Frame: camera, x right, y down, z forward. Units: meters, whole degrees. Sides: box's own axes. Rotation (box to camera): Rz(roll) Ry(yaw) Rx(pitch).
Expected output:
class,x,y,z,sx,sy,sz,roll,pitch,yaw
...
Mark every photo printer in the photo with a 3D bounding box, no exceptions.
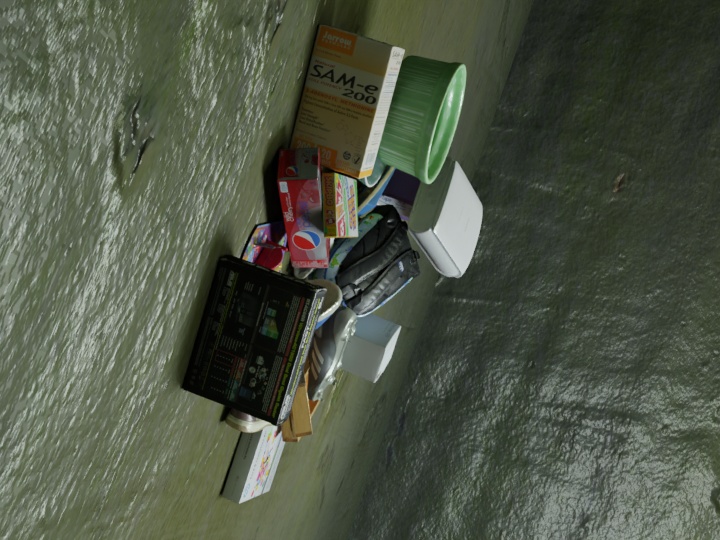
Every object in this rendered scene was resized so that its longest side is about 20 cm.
class,x,y,z,sx,sy,sz,roll,pitch,yaw
photo printer,0.169,-0.093,1.758,0.200,0.068,0.169,50,53,-51

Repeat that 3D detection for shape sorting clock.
class,x,y,z,sx,sy,sz,roll,pitch,yaw
shape sorting clock,0.002,-0.150,1.705,0.200,0.039,0.201,-47,-163,19

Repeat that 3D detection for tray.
class,x,y,z,sx,sy,sz,roll,pitch,yaw
tray,-0.115,0.186,1.591,0.201,0.036,0.100,-111,-166,-64
tray,-0.119,0.248,1.822,0.200,0.036,0.101,-55,143,-72

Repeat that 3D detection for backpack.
class,x,y,z,sx,sy,sz,roll,pitch,yaw
backpack,0.000,0.000,1.682,0.201,0.152,0.165,-55,130,-43

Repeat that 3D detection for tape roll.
class,x,y,z,sx,sy,sz,roll,pitch,yaw
tape roll,0.084,-0.156,1.863,0.200,0.197,0.067,48,63,-76

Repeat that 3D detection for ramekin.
class,x,y,z,sx,sy,sz,roll,pitch,yaw
ramekin,0.098,-0.254,1.526,0.200,0.096,0.204,19,90,-78

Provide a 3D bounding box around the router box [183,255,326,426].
class,x,y,z,sx,sy,sz,roll,pitch,yaw
router box,-0.148,0.097,1.302,0.062,0.147,0.204,-9,117,-77

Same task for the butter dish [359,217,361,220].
class,x,y,z,sx,sy,sz,roll,pitch,yaw
butter dish,0.001,-0.003,1.840,0.200,0.145,0.203,-52,157,-60

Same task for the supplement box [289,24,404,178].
class,x,y,z,sx,sy,sz,roll,pitch,yaw
supplement box,-0.022,-0.257,1.409,0.073,0.124,0.204,-29,136,-70

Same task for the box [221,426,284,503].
class,x,y,z,sx,sy,sz,roll,pitch,yaw
box,-0.191,0.346,1.745,0.200,0.040,0.159,35,73,-77

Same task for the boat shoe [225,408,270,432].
class,x,y,z,sx,sy,sz,roll,pitch,yaw
boat shoe,-0.168,0.228,1.601,0.066,0.071,0.200,-68,163,10

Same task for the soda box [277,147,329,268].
class,x,y,z,sx,sy,sz,roll,pitch,yaw
soda box,-0.086,-0.093,1.428,0.202,0.062,0.071,86,3,-49

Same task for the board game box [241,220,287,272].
class,x,y,z,sx,sy,sz,roll,pitch,yaw
board game box,-0.142,0.007,1.455,0.200,0.038,0.161,-25,132,-73

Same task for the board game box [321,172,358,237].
class,x,y,z,sx,sy,sz,roll,pitch,yaw
board game box,-0.030,-0.101,1.478,0.200,0.029,0.098,-17,105,-82

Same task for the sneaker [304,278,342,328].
class,x,y,z,sx,sy,sz,roll,pitch,yaw
sneaker,-0.117,0.097,1.497,0.199,0.077,0.112,-34,156,-20

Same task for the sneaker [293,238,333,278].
class,x,y,z,sx,sy,sz,roll,pitch,yaw
sneaker,-0.083,-0.067,1.554,0.081,0.075,0.202,-54,159,-32

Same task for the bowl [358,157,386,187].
class,x,y,z,sx,sy,sz,roll,pitch,yaw
bowl,-0.001,-0.253,1.559,0.201,0.103,0.204,18,90,-78

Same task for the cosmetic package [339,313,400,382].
class,x,y,z,sx,sy,sz,roll,pitch,yaw
cosmetic package,-0.035,0.119,1.723,0.113,0.197,0.082,-51,159,-64

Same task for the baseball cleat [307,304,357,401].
class,x,y,z,sx,sy,sz,roll,pitch,yaw
baseball cleat,-0.073,0.134,1.645,0.070,0.105,0.202,-37,155,-61
